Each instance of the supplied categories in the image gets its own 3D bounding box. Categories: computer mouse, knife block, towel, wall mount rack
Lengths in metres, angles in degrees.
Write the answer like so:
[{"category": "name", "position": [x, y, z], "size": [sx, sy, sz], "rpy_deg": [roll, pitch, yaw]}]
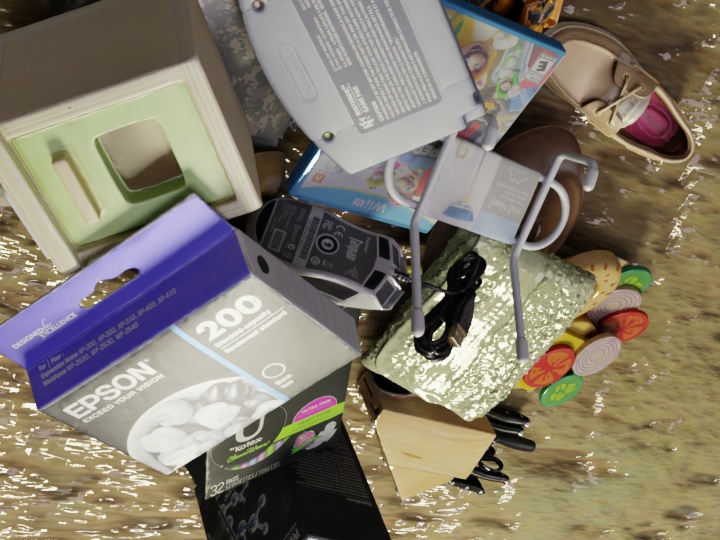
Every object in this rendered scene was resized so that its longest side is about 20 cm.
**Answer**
[{"category": "computer mouse", "position": [0.000, 0.000, 0.912], "size": [0.199, 0.110, 0.044], "rpy_deg": [22, 145, -3]}, {"category": "knife block", "position": [0.103, 0.168, 1.219], "size": [0.175, 0.064, 0.201], "rpy_deg": [-23, 130, -5]}, {"category": "towel", "position": [0.108, 0.051, 1.022], "size": [0.148, 0.037, 0.200], "rpy_deg": [25, 122, -20]}, {"category": "wall mount rack", "position": [0.102, -0.028, 0.890], "size": [0.199, 0.074, 0.175], "rpy_deg": [16, 100, -35]}]

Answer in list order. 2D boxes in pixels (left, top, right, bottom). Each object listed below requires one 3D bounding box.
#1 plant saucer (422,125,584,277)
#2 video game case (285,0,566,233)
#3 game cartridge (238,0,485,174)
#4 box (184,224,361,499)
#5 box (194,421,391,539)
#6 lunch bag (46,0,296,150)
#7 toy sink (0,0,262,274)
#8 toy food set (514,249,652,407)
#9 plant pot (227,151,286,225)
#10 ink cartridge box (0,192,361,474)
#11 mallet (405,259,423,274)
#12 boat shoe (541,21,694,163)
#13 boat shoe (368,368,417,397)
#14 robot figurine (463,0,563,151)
[{"category": "plant saucer", "position": [0.145, -0.040, 1.049], "size": [0.200, 0.037, 0.201], "rpy_deg": [-30, 146, -23]}, {"category": "video game case", "position": [0.049, -0.118, 0.876], "size": [0.142, 0.018, 0.200], "rpy_deg": [13, 130, -33]}, {"category": "game cartridge", "position": [-0.005, -0.162, 0.778], "size": [0.132, 0.041, 0.200], "rpy_deg": [-23, 131, 7]}, {"category": "box", "position": [-0.099, 0.075, 0.990], "size": [0.148, 0.124, 0.201], "rpy_deg": [-20, 141, -28]}, {"category": "box", "position": [-0.072, 0.248, 1.120], "size": [0.107, 0.200, 0.149], "rpy_deg": [19, 117, -32]}, {"category": "lunch bag", "position": [-0.114, -0.189, 0.825], "size": [0.199, 0.118, 0.164], "rpy_deg": [16, 121, -26]}, {"category": "toy sink", "position": [-0.182, -0.086, 0.743], "size": [0.199, 0.112, 0.131], "rpy_deg": [-17, 135, 3]}, {"category": "toy food set", "position": [0.216, 0.059, 1.173], "size": [0.197, 0.049, 0.200], "rpy_deg": [22, 118, -44]}, {"category": "plant pot", "position": [-0.146, -0.040, 0.896], "size": [0.199, 0.200, 0.028], "rpy_deg": [-24, 86, -3]}, {"category": "ink cartridge box", "position": [-0.130, 0.056, 0.805], "size": [0.198, 0.044, 0.200], "rpy_deg": [-32, 138, 16]}, {"category": "mallet", "position": [0.016, -0.014, 1.067], "size": [0.199, 0.041, 0.066], "rpy_deg": [9, 123, -22]}, {"category": "boat shoe", "position": [0.239, -0.158, 1.021], "size": [0.199, 0.069, 0.074], "rpy_deg": [23, 114, -34]}, {"category": "boat shoe", "position": [0.101, 0.077, 1.098], "size": [0.201, 0.074, 0.063], "rpy_deg": [-22, 172, 28]}, {"category": "robot figurine", "position": [0.107, -0.172, 0.934], "size": [0.145, 0.058, 0.201], "rpy_deg": [-35, 154, -48]}]
